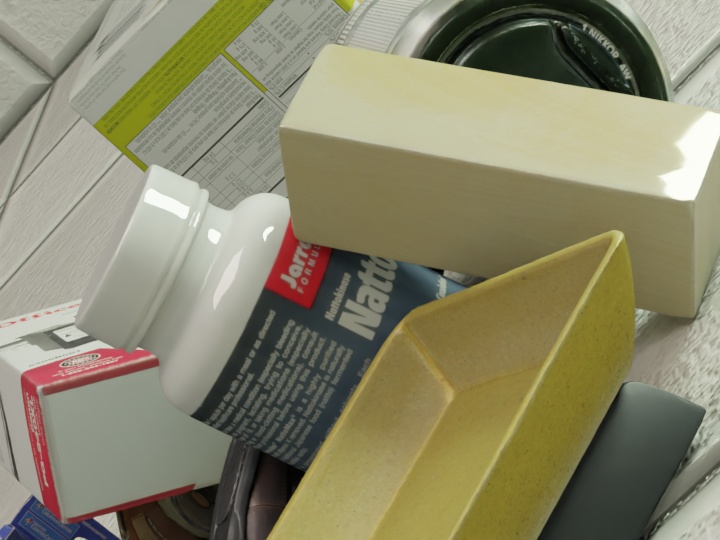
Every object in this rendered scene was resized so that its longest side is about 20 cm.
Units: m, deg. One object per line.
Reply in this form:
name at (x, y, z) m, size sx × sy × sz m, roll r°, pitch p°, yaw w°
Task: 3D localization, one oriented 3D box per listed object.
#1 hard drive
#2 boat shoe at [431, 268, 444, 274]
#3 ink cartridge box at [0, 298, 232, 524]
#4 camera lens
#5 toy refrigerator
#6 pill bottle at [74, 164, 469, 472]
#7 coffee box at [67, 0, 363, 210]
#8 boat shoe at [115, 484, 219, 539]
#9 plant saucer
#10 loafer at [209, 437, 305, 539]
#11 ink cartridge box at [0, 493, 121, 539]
hard drive at (0.059, 0.134, 1.129) m, size 0.201 × 0.042 × 0.135 m, roll -56°, pitch 15°, yaw -19°
boat shoe at (-0.002, -0.002, 1.580) m, size 0.063 × 0.074 × 0.201 m, roll -59°, pitch 15°, yaw -20°
ink cartridge box at (-0.134, 0.069, 1.514) m, size 0.144 × 0.084 × 0.200 m, roll -15°, pitch 13°, yaw -18°
camera lens at (0.067, -0.084, 1.399) m, size 0.160 × 0.160 × 0.200 m, roll -51°, pitch 15°, yaw -2°
toy refrigerator at (0.069, -0.045, 1.230) m, size 0.076 × 0.199 × 0.070 m, roll 82°, pitch -153°, yaw -45°
pill bottle at (-0.034, 0.031, 1.310) m, size 0.120 × 0.199 × 0.120 m, roll -61°, pitch 9°, yaw 17°
coffee box at (-0.060, -0.156, 1.881) m, size 0.200 × 0.198 × 0.200 m, roll -43°, pitch 16°, yaw 22°
boat shoe at (-0.125, 0.128, 1.645) m, size 0.072 × 0.076 × 0.200 m, roll -50°, pitch 13°, yaw 11°
plant saucer at (0.034, 0.091, 1.130) m, size 0.201 × 0.048 × 0.200 m, roll -59°, pitch 17°, yaw -25°
loafer at (-0.044, 0.144, 1.334) m, size 0.201 × 0.063 × 0.072 m, roll -83°, pitch 13°, yaw -48°
ink cartridge box at (-0.194, 0.233, 1.500) m, size 0.200 × 0.119 × 0.042 m, roll -54°, pitch 11°, yaw -13°
